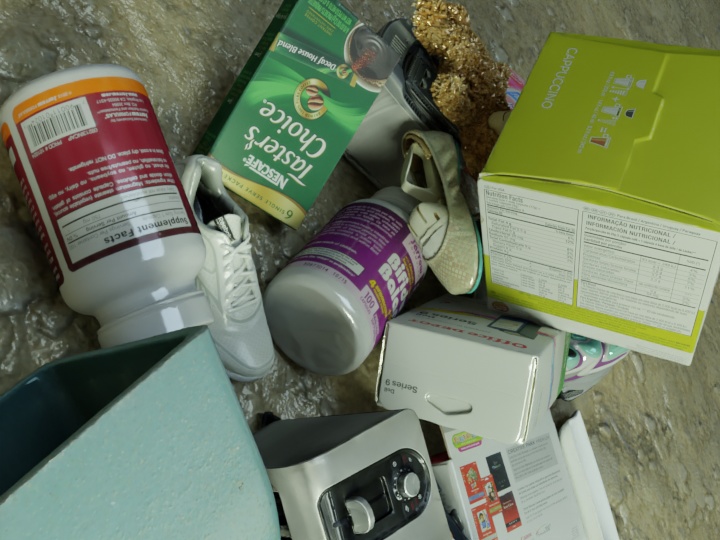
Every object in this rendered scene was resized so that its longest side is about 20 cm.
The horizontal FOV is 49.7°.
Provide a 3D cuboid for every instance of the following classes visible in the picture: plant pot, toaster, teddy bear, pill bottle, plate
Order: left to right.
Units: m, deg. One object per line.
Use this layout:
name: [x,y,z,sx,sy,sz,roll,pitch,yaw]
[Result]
plant pot: [-0.160,0.180,0.459,0.196,0.195,0.202,-44,112,-47]
pill bottle: [-0.185,-0.040,0.586,0.112,0.112,0.202,-18,86,-48]
toaster: [-0.033,0.206,0.585,0.118,0.199,0.183,-16,91,-45]
pill bottle: [0.000,0.000,0.758,0.113,0.112,0.200,53,44,-13]
toaster: [0.050,-0.170,0.876,0.200,0.128,0.115,41,48,-24]
teddy bear: [0.117,-0.195,0.798,0.144,0.066,0.203,20,52,-53]
plate: [0.273,0.275,0.929,0.200,0.032,0.202,15,58,-70]

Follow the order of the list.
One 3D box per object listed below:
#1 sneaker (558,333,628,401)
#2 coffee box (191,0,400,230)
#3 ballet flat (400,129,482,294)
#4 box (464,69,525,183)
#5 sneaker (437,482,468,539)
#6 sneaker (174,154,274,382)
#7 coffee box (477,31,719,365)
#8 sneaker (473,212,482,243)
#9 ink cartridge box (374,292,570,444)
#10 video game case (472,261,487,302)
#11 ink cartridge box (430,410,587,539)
sneaker: [0.231,0.121,0.943,0.197,0.141,0.078,-2,46,-21]
coffee box: [-0.060,-0.152,0.733,0.122,0.044,0.201,32,92,-34]
ballet flat: [0.068,-0.059,0.745,0.062,0.068,0.202,13,45,-19]
box: [0.183,-0.163,0.953,0.101,0.096,0.201,-4,41,-27]
sneaker: [0.050,0.220,0.699,0.199,0.079,0.080,38,45,3]
sneaker: [-0.121,-0.002,0.660,0.075,0.081,0.202,-25,92,-50]
coffee box: [0.237,-0.070,0.712,0.201,0.198,0.199,-61,153,-28]
sneaker: [0.167,-0.051,0.968,0.199,0.088,0.078,-13,101,-45]
ink cartridge box: [0.119,0.088,0.765,0.199,0.143,0.089,-17,116,-64]
video game case: [0.197,0.037,0.941,0.199,0.023,0.185,-7,110,-48]
ink cartridge box: [0.133,0.224,0.812,0.198,0.083,0.178,-2,75,-47]
